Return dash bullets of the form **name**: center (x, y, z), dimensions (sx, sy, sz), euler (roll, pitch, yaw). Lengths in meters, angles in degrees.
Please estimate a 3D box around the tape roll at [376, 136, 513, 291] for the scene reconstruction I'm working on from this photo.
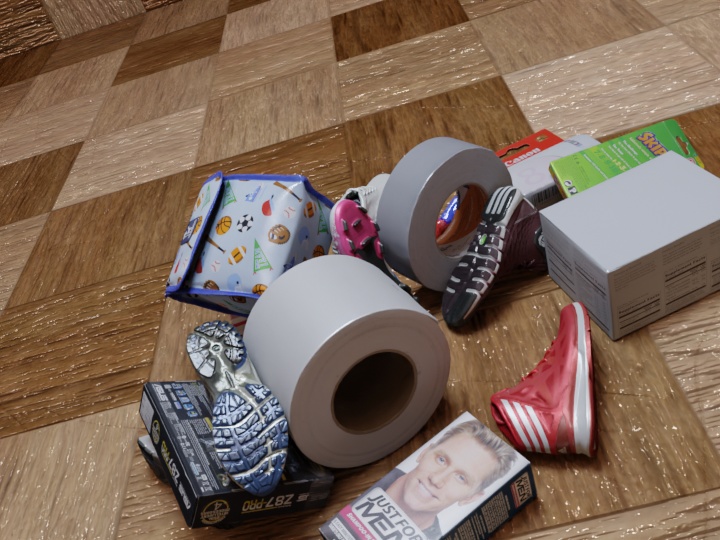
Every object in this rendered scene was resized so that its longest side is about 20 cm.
- **tape roll**: center (0.117, -0.075, 1.015), dimensions (0.200, 0.201, 0.066), euler (-37, 40, -22)

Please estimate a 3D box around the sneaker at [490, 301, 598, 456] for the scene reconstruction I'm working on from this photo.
- **sneaker**: center (0.201, 0.114, 0.839), dimensions (0.115, 0.079, 0.200), euler (-5, 38, 18)

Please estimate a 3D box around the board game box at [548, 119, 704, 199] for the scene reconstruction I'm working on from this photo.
- **board game box**: center (0.385, -0.147, 1.090), dimensions (0.199, 0.030, 0.096), euler (-21, 67, 0)

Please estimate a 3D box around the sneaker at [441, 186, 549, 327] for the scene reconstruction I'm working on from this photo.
- **sneaker**: center (0.195, -0.001, 0.996), dimensions (0.201, 0.115, 0.076), euler (-64, 25, -1)

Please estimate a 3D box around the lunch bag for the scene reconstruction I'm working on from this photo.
- **lunch bag**: center (-0.150, -0.031, 0.956), dimensions (0.199, 0.124, 0.171), euler (7, 71, 31)

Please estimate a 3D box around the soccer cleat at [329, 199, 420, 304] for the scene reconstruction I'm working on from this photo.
- **soccer cleat**: center (0.000, 0.000, 0.982), dimensions (0.086, 0.201, 0.070), euler (-6, 34, 44)

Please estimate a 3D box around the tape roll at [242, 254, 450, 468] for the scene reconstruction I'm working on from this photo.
- **tape roll**: center (-0.017, 0.101, 0.853), dimensions (0.202, 0.203, 0.139), euler (-30, 37, -14)

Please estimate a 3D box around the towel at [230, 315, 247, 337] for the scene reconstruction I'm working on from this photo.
- **towel**: center (-0.108, 0.091, 1.060), dimensions (0.143, 0.023, 0.200), euler (-21, 37, -1)

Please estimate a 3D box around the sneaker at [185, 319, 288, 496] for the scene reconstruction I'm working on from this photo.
- **sneaker**: center (-0.124, 0.150, 0.804), dimensions (0.077, 0.085, 0.201), euler (-18, 56, -10)

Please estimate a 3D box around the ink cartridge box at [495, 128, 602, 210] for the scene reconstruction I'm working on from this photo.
- **ink cartridge box**: center (0.281, -0.177, 1.200), dimensions (0.162, 0.057, 0.200), euler (-26, 41, -7)

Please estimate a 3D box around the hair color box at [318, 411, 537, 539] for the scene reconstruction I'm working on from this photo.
- **hair color box**: center (0.069, 0.241, 0.752), dimensions (0.200, 0.061, 0.100), euler (-34, 39, -19)

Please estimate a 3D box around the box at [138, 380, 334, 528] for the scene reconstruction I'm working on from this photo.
- **box**: center (-0.145, 0.195, 0.850), dimensions (0.161, 0.049, 0.200), euler (1, 26, -34)

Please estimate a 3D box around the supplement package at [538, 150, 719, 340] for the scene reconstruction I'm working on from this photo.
- **supplement package**: center (0.352, -0.037, 0.932), dimensions (0.199, 0.111, 0.156), euler (-24, 36, -6)

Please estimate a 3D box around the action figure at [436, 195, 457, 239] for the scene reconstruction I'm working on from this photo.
- **action figure**: center (0.119, -0.087, 1.126), dimensions (0.200, 0.065, 0.099), euler (-47, 46, -14)

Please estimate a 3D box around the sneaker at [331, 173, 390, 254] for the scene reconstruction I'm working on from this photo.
- **sneaker**: center (0.008, -0.105, 1.215), dimensions (0.073, 0.071, 0.200), euler (2, 42, 27)

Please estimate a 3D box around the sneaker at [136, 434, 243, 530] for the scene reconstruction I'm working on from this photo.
- **sneaker**: center (-0.185, 0.227, 0.883), dimensions (0.087, 0.075, 0.200), euler (-34, 39, -28)
